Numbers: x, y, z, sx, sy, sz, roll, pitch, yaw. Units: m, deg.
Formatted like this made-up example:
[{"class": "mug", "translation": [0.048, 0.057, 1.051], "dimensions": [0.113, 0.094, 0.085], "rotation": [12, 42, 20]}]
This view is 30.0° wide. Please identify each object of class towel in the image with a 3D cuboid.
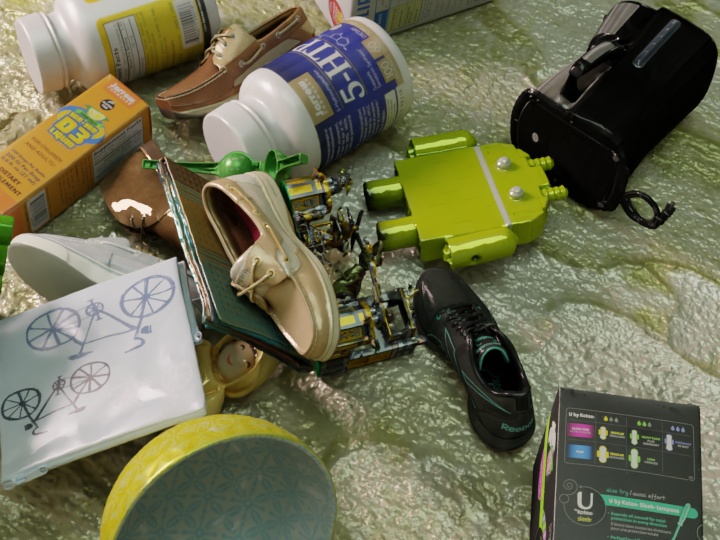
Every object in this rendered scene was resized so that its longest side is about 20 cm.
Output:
[{"class": "towel", "translation": [-0.114, -0.005, 1.227], "dimensions": [0.022, 0.146, 0.201], "rotation": [-38, 51, 19]}]

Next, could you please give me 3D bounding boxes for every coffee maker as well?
[{"class": "coffee maker", "translation": [0.284, -0.163, 1.409], "dimensions": [0.192, 0.135, 0.200], "rotation": [47, 63, -1]}]

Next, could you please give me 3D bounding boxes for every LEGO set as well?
[{"class": "LEGO set", "translation": [0.000, 0.000, 1.245], "dimensions": [0.115, 0.154, 0.201], "rotation": [-13, 60, -14]}]

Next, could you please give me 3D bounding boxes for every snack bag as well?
[{"class": "snack bag", "translation": [-0.224, 0.084, 1.156], "dimensions": [0.187, 0.022, 0.201], "rotation": [-20, 44, -2]}]

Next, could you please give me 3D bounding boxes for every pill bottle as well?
[{"class": "pill bottle", "translation": [-0.055, -0.165, 1.373], "dimensions": [0.199, 0.120, 0.120], "rotation": [-34, 64, -24]}, {"class": "pill bottle", "translation": [-0.257, -0.257, 1.426], "dimensions": [0.199, 0.112, 0.112], "rotation": [-21, 59, -19]}]

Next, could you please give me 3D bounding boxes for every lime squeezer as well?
[{"class": "lime squeezer", "translation": [-0.112, -0.094, 1.267], "dimensions": [0.199, 0.038, 0.070], "rotation": [2, 13, 36]}]

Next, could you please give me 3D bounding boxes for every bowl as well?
[{"class": "bowl", "translation": [-0.130, 0.192, 1.093], "dimensions": [0.199, 0.201, 0.108], "rotation": [-23, 36, -19]}]

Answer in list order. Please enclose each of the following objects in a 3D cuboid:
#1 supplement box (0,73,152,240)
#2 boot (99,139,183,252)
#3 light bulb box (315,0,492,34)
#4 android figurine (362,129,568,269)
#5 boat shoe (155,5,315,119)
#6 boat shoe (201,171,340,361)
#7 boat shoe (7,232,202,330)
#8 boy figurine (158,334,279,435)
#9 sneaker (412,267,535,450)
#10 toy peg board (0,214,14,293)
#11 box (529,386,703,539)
[{"class": "supplement box", "translation": [-0.301, -0.111, 1.348], "dimensions": [0.066, 0.069, 0.200], "rotation": [37, 58, 17]}, {"class": "boot", "translation": [-0.191, -0.045, 1.309], "dimensions": [0.075, 0.074, 0.200], "rotation": [-31, 48, -10]}, {"class": "light bulb box", "translation": [0.050, -0.379, 1.482], "dimensions": [0.199, 0.199, 0.125], "rotation": [-21, 60, -19]}, {"class": "android figurine", "translation": [0.107, -0.073, 1.354], "dimensions": [0.198, 0.041, 0.183], "rotation": [-10, 46, -4]}, {"class": "boat shoe", "translation": [-0.132, -0.223, 1.422], "dimensions": [0.199, 0.074, 0.075], "rotation": [-30, 27, -29]}, {"class": "boat shoe", "translation": [-0.084, -0.002, 1.169], "dimensions": [0.069, 0.074, 0.201], "rotation": [-4, 50, -36]}, {"class": "boat shoe", "translation": [-0.234, 0.005, 1.278], "dimensions": [0.199, 0.070, 0.072], "rotation": [21, 45, 5]}, {"class": "boy figurine", "translation": [-0.169, 0.104, 1.211], "dimensions": [0.198, 0.065, 0.125], "rotation": [-10, 54, -7]}, {"class": "sneaker", "translation": [0.111, 0.066, 1.249], "dimensions": [0.075, 0.080, 0.201], "rotation": [-20, 57, -16]}, {"class": "toy peg board", "translation": [-0.364, 0.048, 1.163], "dimensions": [0.097, 0.200, 0.201], "rotation": [8, 53, -17]}, {"class": "box", "translation": [0.205, 0.222, 1.103], "dimensions": [0.123, 0.149, 0.201], "rotation": [7, 54, 2]}]
